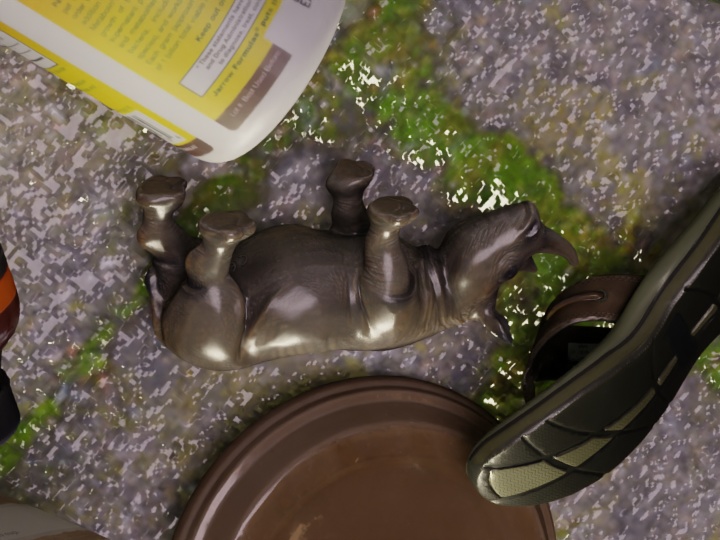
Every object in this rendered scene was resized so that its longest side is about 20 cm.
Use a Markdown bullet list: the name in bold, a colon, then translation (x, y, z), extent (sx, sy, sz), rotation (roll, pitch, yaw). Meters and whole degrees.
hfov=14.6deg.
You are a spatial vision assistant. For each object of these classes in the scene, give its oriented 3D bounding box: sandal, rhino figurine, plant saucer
- **sandal**: translation (0.117, 0.029, 1.279), extent (0.201, 0.057, 0.080), rotation (-47, 149, -16)
- **rhino figurine**: translation (0.000, 0.000, 1.236), extent (0.200, 0.060, 0.088), rotation (-4, 125, -14)
- **plant saucer**: translation (0.006, 0.148, 1.276), extent (0.200, 0.029, 0.201), rotation (-5, 101, -25)

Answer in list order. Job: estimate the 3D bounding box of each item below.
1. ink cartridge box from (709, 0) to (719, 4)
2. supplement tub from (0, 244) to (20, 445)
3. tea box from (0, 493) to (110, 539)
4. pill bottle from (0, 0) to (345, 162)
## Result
- **ink cartridge box**: translation (0.244, -0.192, 1.243), extent (0.200, 0.076, 0.148), rotation (-1, 104, -16)
- **supplement tub**: translation (-0.205, -0.015, 1.157), extent (0.107, 0.107, 0.200), rotation (-21, 109, -8)
- **tea box**: translation (-0.225, 0.193, 1.145), extent (0.200, 0.133, 0.197), rotation (-8, 111, -54)
- **pill bottle**: translation (-0.112, -0.135, 1.147), extent (0.200, 0.109, 0.109), rotation (31, 95, -20)
